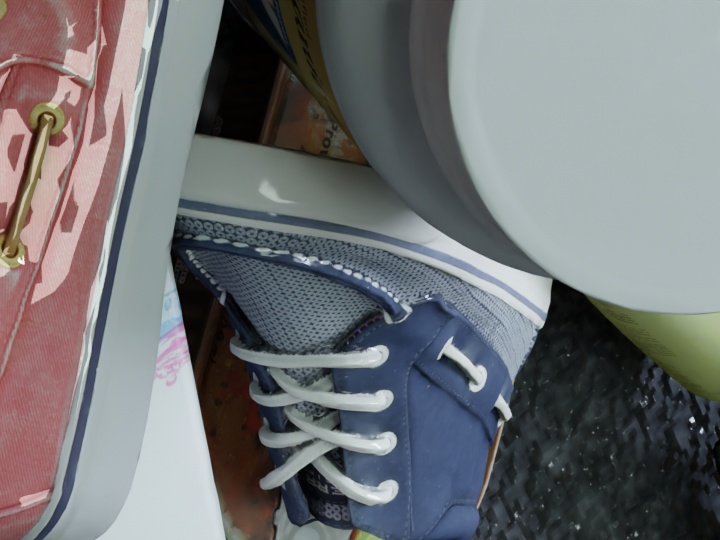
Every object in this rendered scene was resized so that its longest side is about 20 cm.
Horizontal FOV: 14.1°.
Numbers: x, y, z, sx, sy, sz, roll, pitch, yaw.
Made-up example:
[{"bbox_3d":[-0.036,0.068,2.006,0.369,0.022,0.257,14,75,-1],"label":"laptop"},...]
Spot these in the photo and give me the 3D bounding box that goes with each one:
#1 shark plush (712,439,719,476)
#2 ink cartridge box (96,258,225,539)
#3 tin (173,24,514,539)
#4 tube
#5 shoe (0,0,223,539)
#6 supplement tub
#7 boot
[{"bbox_3d":[0.148,0.066,0.914,0.083,0.091,0.201,-6,134,-12],"label":"shark plush"},{"bbox_3d":[-0.107,0.037,0.723,0.082,0.145,0.201,-15,100,-32],"label":"ink cartridge box"},{"bbox_3d":[0.000,0.000,0.866,0.112,0.042,0.201,21,79,-30],"label":"tin"},{"bbox_3d":[0.079,-0.011,0.863,0.200,0.058,0.052,34,67,-57],"label":"tube"},{"bbox_3d":[-0.086,-0.041,0.604,0.091,0.071,0.202,6,92,-40],"label":"shoe"},{"bbox_3d":[0.046,-0.084,0.674,0.144,0.200,0.146,-6,113,-15],"label":"supplement tub"},{"bbox_3d":[-0.002,0.024,0.761,0.200,0.072,0.091,22,80,-64],"label":"boot"}]
